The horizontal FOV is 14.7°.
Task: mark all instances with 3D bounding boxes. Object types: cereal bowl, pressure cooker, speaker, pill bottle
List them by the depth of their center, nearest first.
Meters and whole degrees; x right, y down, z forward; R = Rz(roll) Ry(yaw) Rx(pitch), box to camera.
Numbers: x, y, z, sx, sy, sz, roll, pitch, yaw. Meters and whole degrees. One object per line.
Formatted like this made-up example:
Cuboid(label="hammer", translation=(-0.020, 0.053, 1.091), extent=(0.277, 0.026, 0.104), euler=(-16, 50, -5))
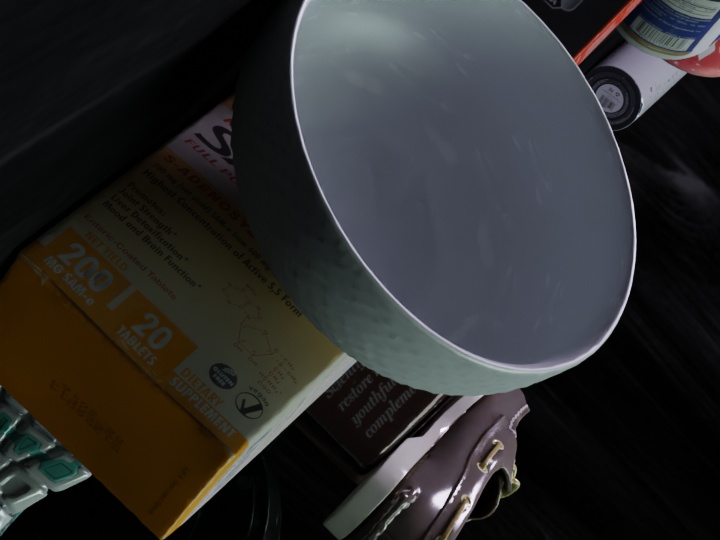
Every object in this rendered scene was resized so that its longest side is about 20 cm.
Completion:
Cuboid(label="cereal bowl", translation=(0.021, -0.035, 1.194), extent=(0.083, 0.200, 0.200), euler=(-31, -173, 41))
Cuboid(label="pressure cooker", translation=(-0.129, 0.156, 1.471), extent=(0.179, 0.176, 0.200), euler=(-5, 156, -9))
Cuboid(label="pill bottle", translation=(0.276, -0.256, 2.236), extent=(0.111, 0.111, 0.200), euler=(-44, 176, -23))
Cuboid(label="speaker", translation=(0.329, -0.233, 3.300), extent=(0.081, 0.081, 0.200), euler=(-48, 176, 33))

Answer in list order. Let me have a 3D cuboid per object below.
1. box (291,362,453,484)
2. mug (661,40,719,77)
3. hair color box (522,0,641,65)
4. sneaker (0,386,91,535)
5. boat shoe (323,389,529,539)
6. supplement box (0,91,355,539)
Cuboid(label="box", translation=(0.000, 0.000, 1.498), extent=(0.166, 0.164, 0.200), euler=(-45, 176, -5))
Cuboid(label="mug", translation=(0.346, -0.310, 2.615), extent=(0.133, 0.178, 0.200), euler=(-3, 150, -25))
Cuboid(label="hair color box", translation=(0.115, -0.181, 1.338), extent=(0.200, 0.102, 0.061), euler=(-46, 176, -10))
Cuboid(label="sneaker", translation=(-0.181, 0.090, 1.335), extent=(0.200, 0.078, 0.091), euler=(-42, -169, -7))
Cuboid(label="boat shoe", translation=(0.048, 0.108, 1.466), extent=(0.072, 0.060, 0.200), euler=(-47, 175, 27))
Cuboid(label="supplement box", translation=(-0.062, 0.009, 1.224), extent=(0.200, 0.126, 0.074), euler=(-43, 174, -48))
